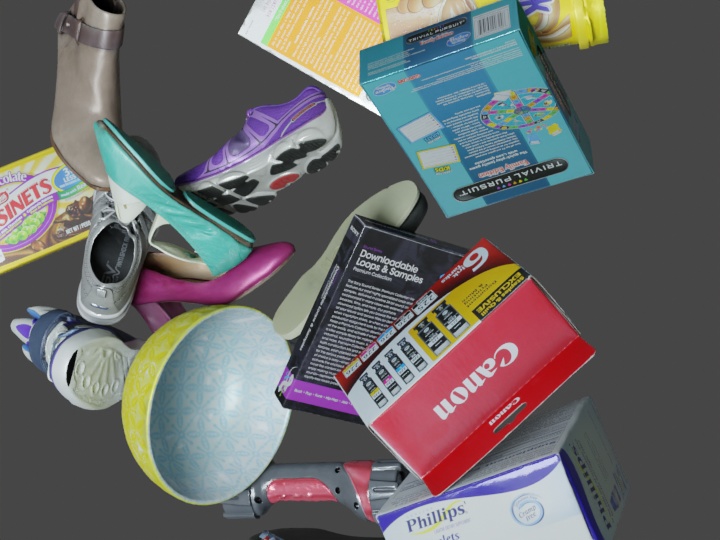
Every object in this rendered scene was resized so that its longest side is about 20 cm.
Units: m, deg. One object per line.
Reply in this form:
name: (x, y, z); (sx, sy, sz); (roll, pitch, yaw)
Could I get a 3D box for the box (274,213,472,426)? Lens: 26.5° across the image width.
box: (0.019, 0.055, 1.479); (0.143, 0.036, 0.200); (16, 109, -29)

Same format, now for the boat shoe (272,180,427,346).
boat shoe: (-0.001, -0.001, 1.508); (0.063, 0.074, 0.201); (35, 99, -31)

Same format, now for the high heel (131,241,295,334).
high heel: (-0.163, -0.008, 1.549); (0.200, 0.067, 0.096); (-27, 101, 23)

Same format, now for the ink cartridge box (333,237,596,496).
ink cartridge box: (0.092, 0.085, 1.394); (0.200, 0.176, 0.084); (-43, 112, 0)

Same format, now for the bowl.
bowl: (-0.171, 0.124, 1.529); (0.108, 0.200, 0.201); (12, 104, 41)

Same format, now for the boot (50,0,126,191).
boot: (-0.261, -0.193, 1.509); (0.200, 0.070, 0.146); (58, 136, 42)

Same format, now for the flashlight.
flashlight: (-0.046, 0.227, 1.555); (0.200, 0.068, 0.068); (-6, 111, 19)

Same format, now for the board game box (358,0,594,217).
board game box: (0.108, -0.144, 1.389); (0.151, 0.200, 0.047); (-16, 49, 19)

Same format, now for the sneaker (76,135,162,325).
sneaker: (-0.233, -0.048, 1.527); (0.075, 0.082, 0.200); (10, 68, -11)

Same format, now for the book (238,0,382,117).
book: (0.001, -0.238, 1.476); (0.200, 0.048, 0.134); (31, 103, 10)

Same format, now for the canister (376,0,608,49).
canister: (0.115, -0.262, 1.391); (0.199, 0.087, 0.149); (-10, 90, 9)

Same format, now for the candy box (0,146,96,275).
candy box: (-0.340, -0.063, 1.570); (0.200, 0.026, 0.102); (-24, 89, -13)

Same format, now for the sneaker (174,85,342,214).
sneaker: (-0.104, -0.119, 1.525); (0.200, 0.081, 0.084); (-25, 61, 24)

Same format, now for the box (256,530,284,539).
box: (-0.058, 0.372, 1.552); (0.136, 0.038, 0.200); (23, 128, 20)

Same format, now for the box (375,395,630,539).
box: (0.138, 0.215, 1.422); (0.184, 0.200, 0.105); (-23, 93, 20)

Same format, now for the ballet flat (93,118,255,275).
ballet flat: (-0.193, -0.061, 1.471); (0.200, 0.067, 0.070); (39, 97, -22)

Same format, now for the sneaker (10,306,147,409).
sneaker: (-0.305, 0.083, 1.543); (0.146, 0.200, 0.081); (15, 92, 17)

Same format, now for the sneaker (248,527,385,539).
sneaker: (-0.020, 0.326, 1.562); (0.201, 0.067, 0.108); (2, 97, 15)
